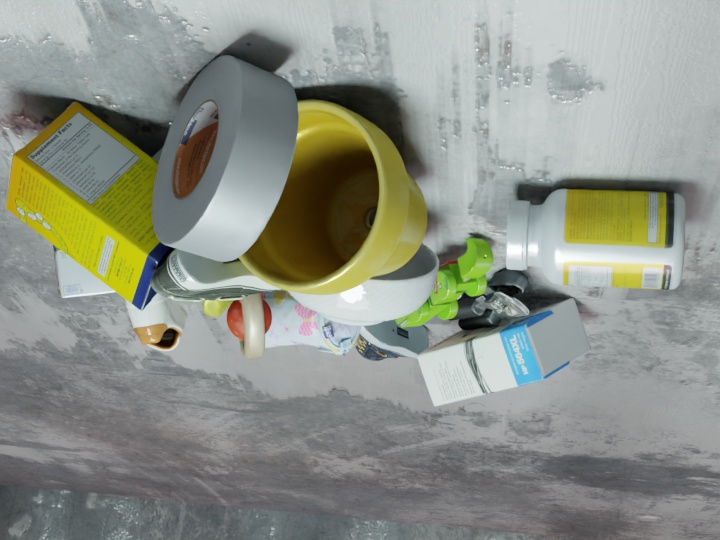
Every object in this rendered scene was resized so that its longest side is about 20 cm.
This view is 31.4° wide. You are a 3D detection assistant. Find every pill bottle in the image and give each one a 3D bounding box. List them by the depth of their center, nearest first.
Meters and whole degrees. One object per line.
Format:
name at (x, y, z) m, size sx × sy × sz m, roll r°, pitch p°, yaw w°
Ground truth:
pill bottle at (0.271, -0.038, 1.478) m, size 0.199 × 0.113 × 0.112 m, roll 3°, pitch 158°, yaw 10°

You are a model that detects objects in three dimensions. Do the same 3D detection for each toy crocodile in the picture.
toy crocodile at (0.108, 0.023, 1.700) m, size 0.067 × 0.062 × 0.200 m, roll -6°, pitch 158°, yaw -31°

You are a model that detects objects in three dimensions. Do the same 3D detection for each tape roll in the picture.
tape roll at (-0.140, -0.112, 1.296) m, size 0.066 × 0.201 × 0.200 m, roll 19°, pitch 155°, yaw -28°

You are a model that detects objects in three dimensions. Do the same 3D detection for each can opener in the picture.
can opener at (0.182, 0.041, 1.786) m, size 0.053 × 0.067 × 0.200 m, roll 33°, pitch 165°, yaw -12°

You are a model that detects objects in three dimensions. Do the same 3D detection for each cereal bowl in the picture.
cereal bowl at (-0.006, 0.012, 1.578) m, size 0.199 × 0.084 × 0.200 m, roll 6°, pitch -160°, yaw -2°

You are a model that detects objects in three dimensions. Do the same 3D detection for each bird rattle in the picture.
bird rattle at (-0.148, 0.039, 1.750) m, size 0.112 × 0.164 × 0.200 m, roll -7°, pitch 172°, yaw -20°

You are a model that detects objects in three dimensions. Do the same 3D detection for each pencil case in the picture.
pencil case at (-0.092, 0.073, 1.860) m, size 0.199 × 0.083 × 0.091 m, roll 2°, pitch 119°, yaw 42°

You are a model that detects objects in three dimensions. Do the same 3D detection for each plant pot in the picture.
plant pot at (-0.020, -0.069, 1.405) m, size 0.200 × 0.202 × 0.189 m, roll -5°, pitch 172°, yaw 27°

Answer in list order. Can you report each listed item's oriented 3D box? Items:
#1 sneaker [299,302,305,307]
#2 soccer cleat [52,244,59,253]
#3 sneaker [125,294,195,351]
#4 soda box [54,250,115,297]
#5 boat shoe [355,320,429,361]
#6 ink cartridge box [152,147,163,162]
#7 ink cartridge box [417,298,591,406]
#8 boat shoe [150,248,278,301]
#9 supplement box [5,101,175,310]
sneaker at (0.000, 0.000, 1.715) m, size 0.199 × 0.077 × 0.078 m, roll -1°, pitch 135°, yaw -29°
soccer cleat at (-0.324, -0.020, 1.765) m, size 0.199 × 0.065 × 0.084 m, roll 12°, pitch 158°, yaw -11°
sneaker at (-0.270, 0.066, 1.743) m, size 0.072 × 0.085 × 0.200 m, roll -12°, pitch -179°, yaw 11°
soda box at (-0.303, -0.005, 1.700) m, size 0.199 × 0.064 × 0.068 m, roll -6°, pitch -179°, yaw -16°
boat shoe at (0.017, 0.096, 1.937) m, size 0.091 × 0.071 × 0.200 m, roll -12°, pitch 154°, yaw 31°
ink cartridge box at (-0.198, -0.081, 1.577) m, size 0.199 × 0.043 × 0.197 m, roll 28°, pitch 159°, yaw 6°
ink cartridge box at (0.202, 0.117, 1.821) m, size 0.199 × 0.085 × 0.146 m, roll -18°, pitch -177°, yaw 40°
boat shoe at (-0.145, -0.002, 1.413) m, size 0.064 × 0.071 × 0.199 m, roll -32°, pitch 160°, yaw 37°
supplement box at (-0.282, -0.072, 1.432) m, size 0.200 × 0.109 × 0.110 m, roll 37°, pitch 143°, yaw 4°
